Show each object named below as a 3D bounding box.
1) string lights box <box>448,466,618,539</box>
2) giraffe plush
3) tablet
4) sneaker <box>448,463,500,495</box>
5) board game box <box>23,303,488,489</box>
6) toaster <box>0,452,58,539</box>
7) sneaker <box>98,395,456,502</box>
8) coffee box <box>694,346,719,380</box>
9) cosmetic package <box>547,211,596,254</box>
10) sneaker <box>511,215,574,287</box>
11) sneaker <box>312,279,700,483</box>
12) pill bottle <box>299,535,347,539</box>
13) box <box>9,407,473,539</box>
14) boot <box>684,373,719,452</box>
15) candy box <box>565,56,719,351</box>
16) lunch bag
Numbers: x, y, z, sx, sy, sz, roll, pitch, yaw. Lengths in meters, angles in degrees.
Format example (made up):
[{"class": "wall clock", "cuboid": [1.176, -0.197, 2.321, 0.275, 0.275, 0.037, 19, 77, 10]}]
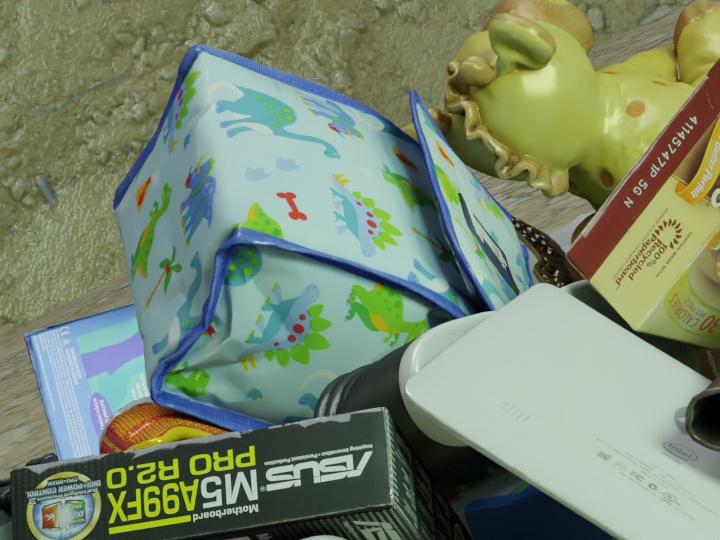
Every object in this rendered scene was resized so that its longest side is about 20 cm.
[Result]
[{"class": "string lights box", "cuboid": [0.136, 0.102, 1.309, 0.103, 0.059, 0.200, -29, 10, -39]}, {"class": "giraffe plush", "cuboid": [0.111, -0.074, 1.495, 0.173, 0.162, 0.200, -62, 13, 22]}, {"class": "tablet", "cuboid": [0.127, 0.075, 1.171, 0.130, 0.200, 0.014, -33, -30, -53]}, {"class": "sneaker", "cuboid": [0.078, 0.104, 1.491, 0.093, 0.070, 0.200, -53, 22, -24]}, {"class": "board game box", "cuboid": [-0.054, 0.065, 1.451, 0.199, 0.045, 0.152, -16, 41, -5]}, {"class": "toaster", "cuboid": [-0.194, 0.177, 1.508, 0.200, 0.130, 0.114, -18, 10, 40]}, {"class": "sneaker", "cuboid": [-0.026, 0.117, 1.346, 0.199, 0.073, 0.077, 16, 11, -21]}, {"class": "coffee box", "cuboid": [0.173, 0.048, 1.627, 0.199, 0.044, 0.123, -26, 8, -16]}, {"class": "cosmetic package", "cuboid": [0.165, -0.006, 1.655, 0.082, 0.051, 0.200, -27, 9, -32]}, {"class": "sneaker", "cuboid": [0.087, 0.037, 1.595, 0.090, 0.067, 0.200, -57, 24, 10]}, {"class": "sneaker", "cuboid": [0.059, 0.054, 1.288, 0.200, 0.071, 0.099, -6, -14, -46]}, {"class": "pill bottle", "cuboid": [-0.079, 0.183, 1.179, 0.199, 0.114, 0.113, -19, 9, 28]}, {"class": "box", "cuboid": [-0.041, 0.123, 1.244, 0.160, 0.044, 0.200, -9, -25, 11]}, {"class": "boot", "cuboid": [0.241, 0.049, 1.184, 0.199, 0.073, 0.166, 9, 23, 18]}, {"class": "candy box", "cuboid": [0.190, -0.020, 1.311, 0.116, 0.055, 0.200, -52, -32, 17]}, {"class": "lunch bag", "cuboid": [0.000, 0.000, 1.377, 0.128, 0.199, 0.170, -58, 25, 27]}]
